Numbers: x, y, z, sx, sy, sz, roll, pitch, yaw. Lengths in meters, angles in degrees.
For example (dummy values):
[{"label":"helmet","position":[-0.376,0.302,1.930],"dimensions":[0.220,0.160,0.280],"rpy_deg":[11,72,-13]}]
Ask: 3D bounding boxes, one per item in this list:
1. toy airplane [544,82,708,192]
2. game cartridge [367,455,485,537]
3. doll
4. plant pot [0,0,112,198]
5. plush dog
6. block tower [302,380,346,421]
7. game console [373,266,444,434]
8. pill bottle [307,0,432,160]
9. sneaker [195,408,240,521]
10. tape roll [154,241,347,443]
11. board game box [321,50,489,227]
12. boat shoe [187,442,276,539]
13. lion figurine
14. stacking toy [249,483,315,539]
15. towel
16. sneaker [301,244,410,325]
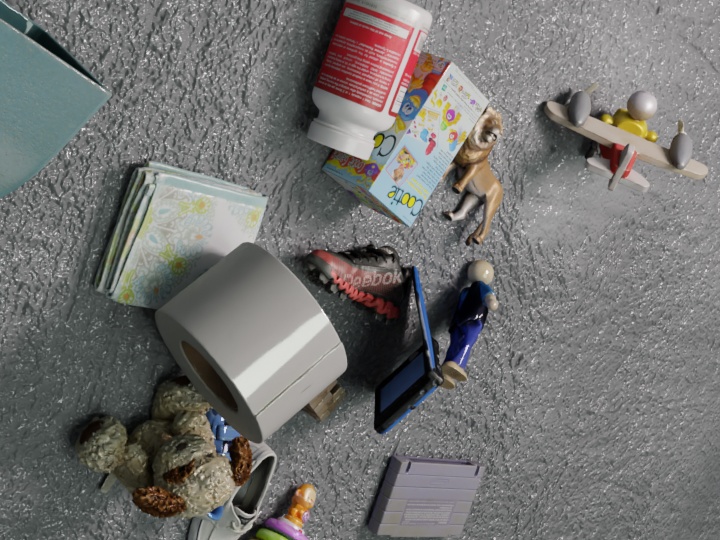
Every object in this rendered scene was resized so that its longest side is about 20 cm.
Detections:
[{"label":"toy airplane","position":[0.396,-0.200,2.005],"dimensions":[0.199,0.199,0.142],"rpy_deg":[6,116,-41]},{"label":"game cartridge","position":[0.103,0.358,2.122],"dimensions":[0.199,0.038,0.130],"rpy_deg":[12,105,-44]},{"label":"doll","position":[0.160,0.071,1.978],"dimensions":[0.048,0.136,0.201],"rpy_deg":[28,59,-12]},{"label":"plant pot","position":[-0.405,-0.174,1.321],"dimensions":[0.195,0.196,0.200],"rpy_deg":[32,97,-45]},{"label":"plush dog","position":[-0.230,0.247,1.674],"dimensions":[0.199,0.171,0.161],"rpy_deg":[-26,126,-31]},{"label":"block tower","position":[-0.087,0.125,1.829],"dimensions":[0.058,0.054,0.200],"rpy_deg":[-48,134,-15]},{"label":"game console","position":[0.053,0.108,1.877],"dimensions":[0.171,0.200,0.118],"rpy_deg":[-42,97,9]},{"label":"pill bottle","position":[0.006,-0.247,1.697],"dimensions":[0.112,0.112,0.201],"rpy_deg":[15,99,-44]},{"label":"sneaker","position":[-0.184,0.236,1.771],"dimensions":[0.074,0.082,0.201],"rpy_deg":[9,103,-49]},{"label":"tape roll","position":[-0.131,0.086,1.610],"dimensions":[0.139,0.202,0.203],"rpy_deg":[-40,131,-19]},{"label":"board game box","position":[0.060,-0.179,1.782],"dimensions":[0.105,0.103,0.201],"rpy_deg":[38,82,-45]},{"label":"boat shoe","position":[-0.170,0.326,1.839],"dimensions":[0.072,0.066,0.201],"rpy_deg":[26,91,-45]},{"label":"lion figurine","position":[0.168,-0.134,1.935],"dimensions":[0.123,0.072,0.201],"rpy_deg":[-50,148,-23]},{"label":"stacking toy","position":[-0.116,0.393,1.910],"dimensions":[0.116,0.109,0.201],"rpy_deg":[48,65,-41]},{"label":"towel","position":[-0.216,-0.034,1.647],"dimensions":[0.199,0.048,0.172],"rpy_deg":[12,104,-44]},{"label":"sneaker","position":[0.000,0.000,1.836],"dimensions":[0.200,0.071,0.098],"rpy_deg":[29,90,-47]}]
